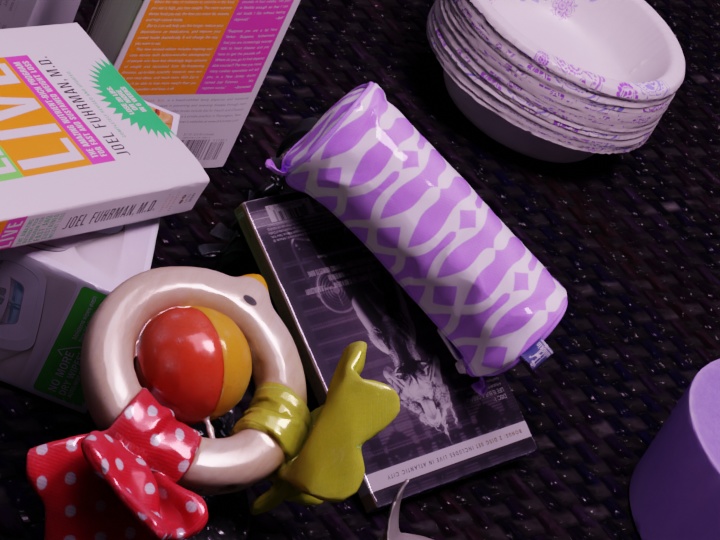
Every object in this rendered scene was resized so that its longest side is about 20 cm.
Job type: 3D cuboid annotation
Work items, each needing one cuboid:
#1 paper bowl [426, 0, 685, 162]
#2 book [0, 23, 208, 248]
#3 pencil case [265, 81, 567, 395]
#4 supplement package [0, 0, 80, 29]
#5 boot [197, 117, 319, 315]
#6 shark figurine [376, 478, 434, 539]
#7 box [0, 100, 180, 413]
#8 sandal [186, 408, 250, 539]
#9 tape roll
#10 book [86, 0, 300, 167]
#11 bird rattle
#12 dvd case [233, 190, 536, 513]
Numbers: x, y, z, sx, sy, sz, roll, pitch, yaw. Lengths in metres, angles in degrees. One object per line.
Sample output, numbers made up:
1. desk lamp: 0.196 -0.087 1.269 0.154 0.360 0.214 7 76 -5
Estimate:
1. paper bowl: 0.145 -0.163 1.766 0.199 0.105 0.201 21 32 -14
2. book: -0.194 -0.072 1.248 0.134 0.048 0.199 47 33 20
3. pencil case: 0.039 -0.021 1.383 0.200 0.085 0.084 48 8 -7
4. supplement package: -0.230 -0.238 1.490 0.110 0.201 0.156 28 32 -1
5. boot: 0.001 0.000 1.459 0.198 0.073 0.163 35 38 -8
6. shark figurine: 0.031 0.159 1.189 0.127 0.090 0.214 9 7 -14
7. box: -0.212 -0.037 1.326 0.175 0.097 0.201 24 33 -12
8. sandal: -0.105 0.084 1.292 0.075 0.048 0.202 15 47 -23
9. tape roll: 0.278 0.153 1.448 0.198 0.085 0.201 21 33 -14
10. book: -0.109 -0.151 1.463 0.133 0.201 0.048 -2 42 -40
11. bird rattle: -0.091 0.077 1.209 0.198 0.113 0.164 -9 64 -25
12. dvd case: 0.017 0.039 1.393 0.148 0.016 0.201 -14 75 -44
